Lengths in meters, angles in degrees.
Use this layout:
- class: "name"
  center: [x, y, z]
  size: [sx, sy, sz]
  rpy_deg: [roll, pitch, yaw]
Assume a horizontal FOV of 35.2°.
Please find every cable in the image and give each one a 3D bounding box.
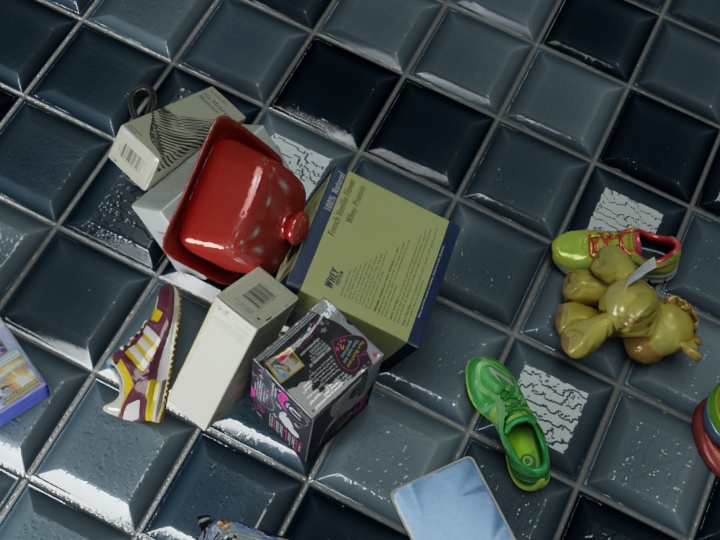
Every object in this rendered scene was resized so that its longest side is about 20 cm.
- class: "cable"
  center: [-0.323, -0.192, 1.721]
  size: [0.097, 0.050, 0.200]
  rpy_deg: [-25, 57, -5]

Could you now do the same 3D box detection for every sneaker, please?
- class: "sneaker"
  center: [0.381, -0.034, 1.681]
  size: [0.199, 0.090, 0.078]
  rpy_deg: [2, 66, -3]
- class: "sneaker"
  center: [-0.298, 0.106, 1.550]
  size: [0.090, 0.075, 0.200]
  rpy_deg: [8, 63, -8]
- class: "sneaker"
  center: [0.211, 0.200, 1.554]
  size: [0.074, 0.084, 0.200]
  rpy_deg: [-21, 68, -15]

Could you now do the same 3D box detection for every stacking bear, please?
- class: "stacking bear"
  center: [0.533, 0.186, 1.529]
  size: [0.121, 0.200, 0.114]
  rpy_deg: [-31, 71, -18]

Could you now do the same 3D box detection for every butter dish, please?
- class: "butter dish"
  center: [-0.134, -0.073, 1.492]
  size: [0.148, 0.200, 0.200]
  rpy_deg: [20, 83, 26]

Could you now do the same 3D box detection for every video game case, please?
- class: "video game case"
  center: [-0.550, 0.146, 1.521]
  size: [0.200, 0.045, 0.181]
  rpy_deg: [-34, 71, -19]

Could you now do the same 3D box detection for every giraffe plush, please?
- class: "giraffe plush"
  center: [0.398, 0.066, 1.612]
  size: [0.162, 0.200, 0.173]
  rpy_deg: [30, 58, -23]

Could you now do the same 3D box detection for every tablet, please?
- class: "tablet"
  center: [0.137, 0.359, 1.509]
  size: [0.130, 0.014, 0.200]
  rpy_deg: [-21, 68, -15]

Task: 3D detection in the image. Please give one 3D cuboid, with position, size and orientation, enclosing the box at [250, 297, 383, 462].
- class: "box"
  center: [-0.058, 0.147, 1.486]
  size: [0.132, 0.200, 0.115]
  rpy_deg: [-41, 76, -21]

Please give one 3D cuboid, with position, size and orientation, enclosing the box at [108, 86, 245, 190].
- class: "box"
  center: [-0.265, -0.195, 1.657]
  size: [0.082, 0.068, 0.200]
  rpy_deg: [42, 41, 9]

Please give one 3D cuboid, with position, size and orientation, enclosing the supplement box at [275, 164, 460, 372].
- class: "supplement box"
  center: [0.000, 0.000, 1.576]
  size: [0.199, 0.134, 0.200]
  rpy_deg: [26, 63, -10]

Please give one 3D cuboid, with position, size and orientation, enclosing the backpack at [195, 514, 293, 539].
- class: "backpack"
  center: [-0.135, 0.414, 1.386]
  size: [0.200, 0.154, 0.191]
  rpy_deg: [18, 74, 0]

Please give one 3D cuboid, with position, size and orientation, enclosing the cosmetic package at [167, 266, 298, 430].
- class: "cosmetic package"
  center: [-0.168, 0.103, 1.483]
  size: [0.073, 0.200, 0.104]
  rpy_deg: [38, 35, 10]

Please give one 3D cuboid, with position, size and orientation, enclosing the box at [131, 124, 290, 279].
- class: "box"
  center: [-0.201, -0.101, 1.617]
  size: [0.200, 0.097, 0.125]
  rpy_deg: [-42, 119, -22]
